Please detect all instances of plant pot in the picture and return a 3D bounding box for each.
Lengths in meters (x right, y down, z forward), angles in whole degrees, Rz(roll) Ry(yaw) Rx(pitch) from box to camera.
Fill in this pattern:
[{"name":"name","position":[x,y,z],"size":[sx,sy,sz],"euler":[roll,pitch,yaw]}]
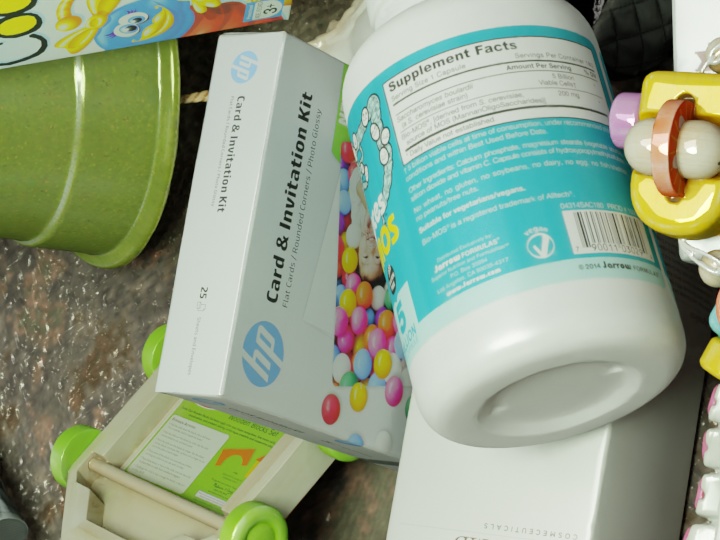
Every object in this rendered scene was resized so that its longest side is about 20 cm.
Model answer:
[{"name":"plant pot","position":[-0.215,-0.093,1.287],"size":[0.200,0.189,0.201],"euler":[16,108,59]}]

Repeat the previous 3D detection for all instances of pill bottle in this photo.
[{"name":"pill bottle","position":[0.056,-0.038,1.058],"size":[0.111,0.111,0.201],"euler":[-28,61,27]}]

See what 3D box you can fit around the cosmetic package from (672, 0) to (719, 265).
[{"name":"cosmetic package","position":[0.181,-0.103,1.045],"size":[0.101,0.071,0.201],"euler":[-4,84,21]}]

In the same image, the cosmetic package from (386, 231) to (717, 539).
[{"name":"cosmetic package","position":[0.089,0.040,1.132],"size":[0.107,0.085,0.201],"euler":[2,76,34]}]

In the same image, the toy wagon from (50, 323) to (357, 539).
[{"name":"toy wagon","position":[-0.054,0.067,1.230],"size":[0.200,0.040,0.155],"euler":[-49,37,-19]}]

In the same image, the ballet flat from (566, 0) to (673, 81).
[{"name":"ballet flat","position":[0.119,-0.186,1.183],"size":[0.066,0.057,0.201],"euler":[-5,81,32]}]

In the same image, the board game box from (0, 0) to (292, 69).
[{"name":"board game box","position":[-0.135,-0.167,1.191],"size":[0.105,0.199,0.103],"euler":[105,150,-58]}]

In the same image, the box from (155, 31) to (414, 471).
[{"name":"box","position":[0.000,0.000,1.136],"size":[0.041,0.200,0.157],"euler":[1,75,38]}]

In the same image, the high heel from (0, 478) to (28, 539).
[{"name":"high heel","position":[-0.262,0.154,1.377],"size":[0.200,0.071,0.143],"euler":[-48,47,12]}]

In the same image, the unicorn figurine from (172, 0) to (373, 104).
[{"name":"unicorn figurine","position":[0.024,-0.129,1.251],"size":[0.137,0.074,0.200],"euler":[22,75,48]}]

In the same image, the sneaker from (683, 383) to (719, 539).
[{"name":"sneaker","position":[0.183,0.102,1.051],"size":[0.087,0.074,0.201],"euler":[17,91,39]}]

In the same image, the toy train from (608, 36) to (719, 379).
[{"name":"toy train","position":[0.167,-0.043,0.969],"size":[0.150,0.056,0.201],"euler":[-24,72,23]}]
